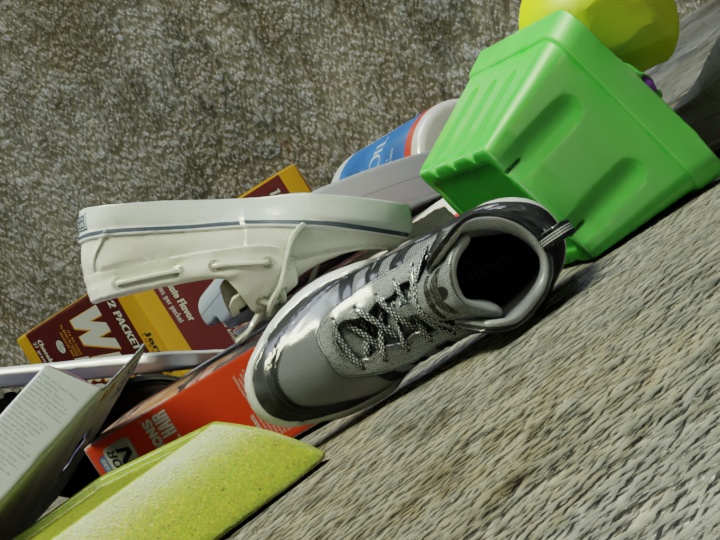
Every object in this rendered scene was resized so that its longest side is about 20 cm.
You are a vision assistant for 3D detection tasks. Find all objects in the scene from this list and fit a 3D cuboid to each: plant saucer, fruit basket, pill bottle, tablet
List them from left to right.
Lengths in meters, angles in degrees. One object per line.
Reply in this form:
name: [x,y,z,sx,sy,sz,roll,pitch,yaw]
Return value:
tablet: [-0.195,0.066,1.640,0.199,0.014,0.130,-6,-3,20]
plant saucer: [-0.143,0.148,1.328,0.199,0.048,0.200,-35,5,-37]
pill bottle: [0.042,-0.061,2.108,0.112,0.113,0.200,-34,3,-35]
fruit basket: [0.141,-0.111,1.517,0.216,0.155,0.216,-45,7,7]

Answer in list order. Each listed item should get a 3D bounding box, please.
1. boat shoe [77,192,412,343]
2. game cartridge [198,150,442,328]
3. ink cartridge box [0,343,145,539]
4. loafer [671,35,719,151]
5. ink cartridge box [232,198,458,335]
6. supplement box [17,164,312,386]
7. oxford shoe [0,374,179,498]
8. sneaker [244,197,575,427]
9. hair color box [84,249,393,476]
boat shoe: [-0.068,0.001,1.519,0.201,0.087,0.075,-2,-5,-6]
game cartridge: [-0.005,-0.027,1.720,0.199,0.042,0.133,-20,-21,-36]
ink cartridge box: [-0.221,0.140,1.473,0.200,0.043,0.197,-51,-3,-40]
loafer: [0.243,-0.126,1.549,0.200,0.070,0.070,-29,4,40]
ink cartridge box: [0.000,0.000,1.669,0.160,0.050,0.200,-32,-18,7]
supplement box: [-0.131,0.041,2.035,0.197,0.133,0.200,-34,4,-36]
oxford shoe: [-0.157,0.119,1.671,0.199,0.073,0.084,-9,31,-45]
sneaker: [0.027,0.020,1.364,0.199,0.076,0.114,-30,1,-5]
hair color box: [-0.058,0.071,1.533,0.200,0.064,0.111,-32,4,22]
